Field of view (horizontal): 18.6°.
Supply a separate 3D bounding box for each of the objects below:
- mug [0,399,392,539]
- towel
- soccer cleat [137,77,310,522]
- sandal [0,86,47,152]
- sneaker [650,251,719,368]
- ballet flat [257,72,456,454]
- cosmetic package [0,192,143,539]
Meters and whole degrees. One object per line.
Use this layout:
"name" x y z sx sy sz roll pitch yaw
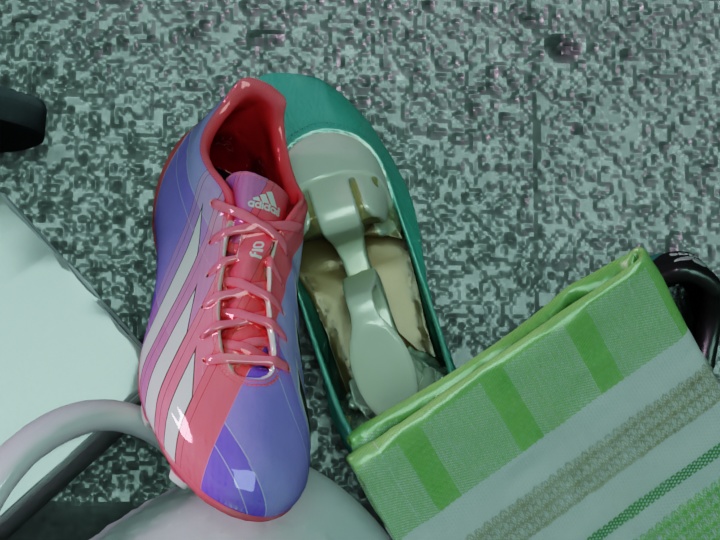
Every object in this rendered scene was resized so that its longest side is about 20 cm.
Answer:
"mug" -0.078 0.144 0.858 0.175 0.147 0.200 -42 108 -24
"towel" 0.092 0.105 0.885 0.149 0.031 0.201 -34 117 -10
"soccer cleat" -0.048 0.008 0.860 0.066 0.077 0.201 14 38 -19
"sandal" -0.229 -0.043 0.920 0.199 0.076 0.043 -9 82 -6
"sneaker" 0.099 0.082 0.929 0.071 0.080 0.201 22 79 -5
"ballet flat" 0.000 0.000 0.939 0.067 0.070 0.201 -19 82 -5
"cosmetic package" -0.185 0.074 0.902 0.200 0.090 0.107 -40 86 -13
